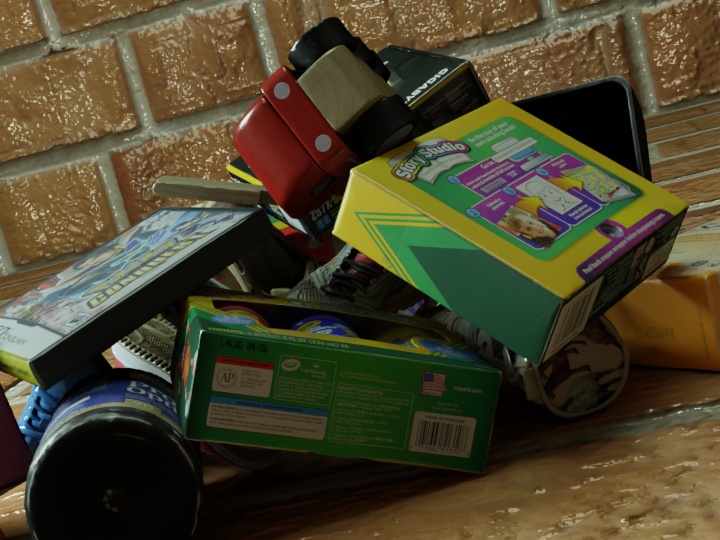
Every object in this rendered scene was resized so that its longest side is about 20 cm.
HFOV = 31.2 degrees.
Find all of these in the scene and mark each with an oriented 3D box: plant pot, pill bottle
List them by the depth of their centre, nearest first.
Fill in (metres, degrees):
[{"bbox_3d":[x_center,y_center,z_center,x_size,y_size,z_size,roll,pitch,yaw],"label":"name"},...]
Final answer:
[{"bbox_3d":[-0.162,0.129,0.875,0.110,0.114,0.200,-15,9,-6],"label":"pill bottle"},{"bbox_3d":[0.183,-0.044,1.175,0.197,0.203,0.177,-11,-6,25],"label":"plant pot"}]

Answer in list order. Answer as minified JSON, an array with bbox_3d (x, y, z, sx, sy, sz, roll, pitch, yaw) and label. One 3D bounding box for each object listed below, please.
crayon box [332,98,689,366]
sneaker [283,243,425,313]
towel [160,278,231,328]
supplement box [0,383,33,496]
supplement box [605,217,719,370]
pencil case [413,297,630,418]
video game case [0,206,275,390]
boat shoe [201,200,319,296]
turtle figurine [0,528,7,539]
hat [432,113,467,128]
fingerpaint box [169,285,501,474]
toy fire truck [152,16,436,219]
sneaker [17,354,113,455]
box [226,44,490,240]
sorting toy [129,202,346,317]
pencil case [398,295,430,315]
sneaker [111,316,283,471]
[{"bbox_3d":[0.108,-0.036,0.898,0.171,0.059,0.199,32,36,24],"label":"crayon box"},{"bbox_3d":[0.000,0.000,1.048,0.077,0.083,0.200,30,35,16],"label":"sneaker"},{"bbox_3d":[-0.093,0.053,1.055,0.049,0.170,0.200,-57,10,-1],"label":"towel"},{"bbox_3d":[-0.328,0.135,0.936,0.085,0.112,0.199,-19,-9,-44],"label":"supplement box"},{"bbox_3d":[0.287,0.008,0.999,0.198,0.075,0.125,-20,11,-34],"label":"supplement box"},{"bbox_3d":[0.107,0.060,0.965,0.088,0.079,0.199,-2,3,-27],"label":"pencil case"},{"bbox_3d":[-0.183,0.012,0.947,0.199,0.026,0.180,-36,20,-25],"label":"video game case"},{"bbox_3d":[-0.065,0.013,1.145,0.072,0.201,0.072,-40,25,-11],"label":"boat shoe"},{"bbox_3d":[-0.307,0.202,0.826,0.159,0.065,0.200,-18,-14,0],"label":"turtle figurine"},{"bbox_3d":[0.111,-0.035,1.045,0.197,0.082,0.202,2,45,-2],"label":"hat"},{"bbox_3d":[-0.024,0.068,0.878,0.197,0.075,0.167,9,7,-12],"label":"fingerpaint box"},{"bbox_3d":[-0.059,-0.086,0.961,0.200,0.129,0.176,-41,-10,9],"label":"toy fire truck"},{"bbox_3d":[-0.239,0.118,1.025,0.078,0.066,0.201,-43,-13,-32],"label":"sneaker"},{"bbox_3d":[-0.006,-0.118,1.136,0.199,0.050,0.159,-38,25,-11],"label":"box"},{"bbox_3d":[-0.100,0.023,1.249,0.197,0.201,0.070,-18,43,-7],"label":"sorting toy"},{"bbox_3d":[0.070,0.027,1.220,0.084,0.086,0.199,-41,-7,30],"label":"pencil case"},{"bbox_3d":[-0.133,0.128,1.036,0.071,0.114,0.199,-18,39,-38],"label":"sneaker"}]
